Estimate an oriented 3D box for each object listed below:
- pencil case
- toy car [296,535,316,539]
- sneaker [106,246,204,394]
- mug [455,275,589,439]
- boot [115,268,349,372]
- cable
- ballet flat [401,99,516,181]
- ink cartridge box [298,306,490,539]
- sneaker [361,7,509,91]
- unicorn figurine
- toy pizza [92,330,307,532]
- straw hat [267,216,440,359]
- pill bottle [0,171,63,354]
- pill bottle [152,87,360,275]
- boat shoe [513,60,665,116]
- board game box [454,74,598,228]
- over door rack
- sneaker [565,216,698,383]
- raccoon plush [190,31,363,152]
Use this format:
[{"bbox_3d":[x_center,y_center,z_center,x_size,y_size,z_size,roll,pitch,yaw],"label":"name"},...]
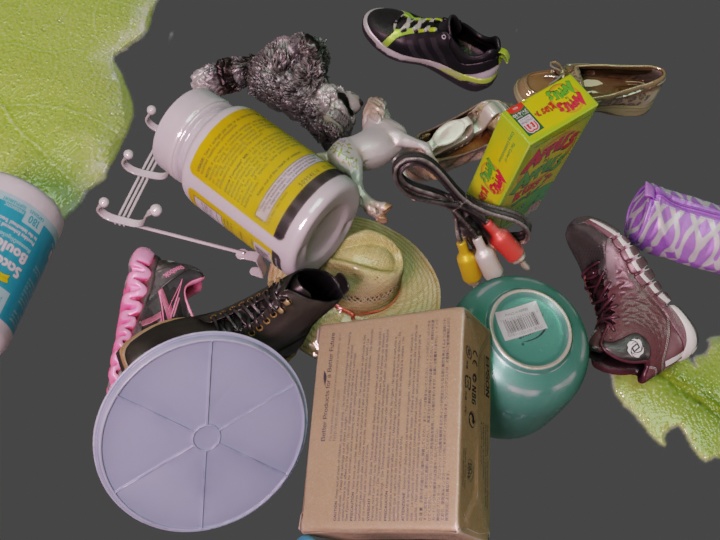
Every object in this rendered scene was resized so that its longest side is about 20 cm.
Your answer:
[{"bbox_3d":[0.416,-0.044,1.025,0.197,0.086,0.085,13,62,-2],"label":"pencil case"},{"bbox_3d":[-0.035,0.367,0.711,0.184,0.176,0.201,-40,103,-23],"label":"toy car"},{"bbox_3d":[-0.202,0.073,0.869,0.094,0.079,0.203,13,61,-16],"label":"sneaker"},{"bbox_3d":[0.153,0.096,0.887,0.150,0.115,0.187,24,60,4],"label":"mug"},{"bbox_3d":[-0.118,0.046,0.813,0.198,0.138,0.078,-12,66,-44],"label":"boot"},{"bbox_3d":[0.116,-0.056,0.920,0.096,0.200,0.051,-27,39,22],"label":"cable"},{"bbox_3d":[0.138,-0.169,1.054,0.198,0.068,0.068,-31,71,-23],"label":"ballet flat"},{"bbox_3d":[0.036,0.148,0.807,0.163,0.075,0.203,-9,64,30],"label":"ink cartridge box"},{"bbox_3d":[0.099,-0.307,1.113,0.197,0.083,0.072,23,60,3],"label":"sneaker"},{"bbox_3d":[0.020,-0.131,0.968,0.138,0.074,0.199,50,40,13],"label":"unicorn figurine"},{"bbox_3d":[-0.145,0.147,0.794,0.197,0.203,0.032,-14,23,-17],"label":"toy pizza"},{"bbox_3d":[0.000,0.000,0.929,0.197,0.085,0.204,4,62,-8],"label":"straw hat"},{"bbox_3d":[-0.378,0.011,0.844,0.109,0.111,0.203,15,61,-1],"label":"pill bottle"},{"bbox_3d":[-0.108,-0.092,0.869,0.199,0.115,0.114,36,62,16],"label":"pill bottle"},{"bbox_3d":[0.298,-0.244,1.124,0.196,0.063,0.074,-4,63,-12],"label":"boat shoe"},{"bbox_3d":[0.178,-0.116,0.956,0.101,0.201,0.048,-30,70,-23],"label":"board game box"},{"bbox_3d":[-0.175,-0.098,0.963,0.197,0.067,0.149,19,61,1],"label":"over door rack"},{"bbox_3d":[0.276,0.038,0.965,0.115,0.076,0.201,-32,72,-20],"label":"sneaker"},{"bbox_3d":[-0.096,-0.193,1.039,0.197,0.097,0.136,-15,76,15],"label":"raccoon plush"}]
